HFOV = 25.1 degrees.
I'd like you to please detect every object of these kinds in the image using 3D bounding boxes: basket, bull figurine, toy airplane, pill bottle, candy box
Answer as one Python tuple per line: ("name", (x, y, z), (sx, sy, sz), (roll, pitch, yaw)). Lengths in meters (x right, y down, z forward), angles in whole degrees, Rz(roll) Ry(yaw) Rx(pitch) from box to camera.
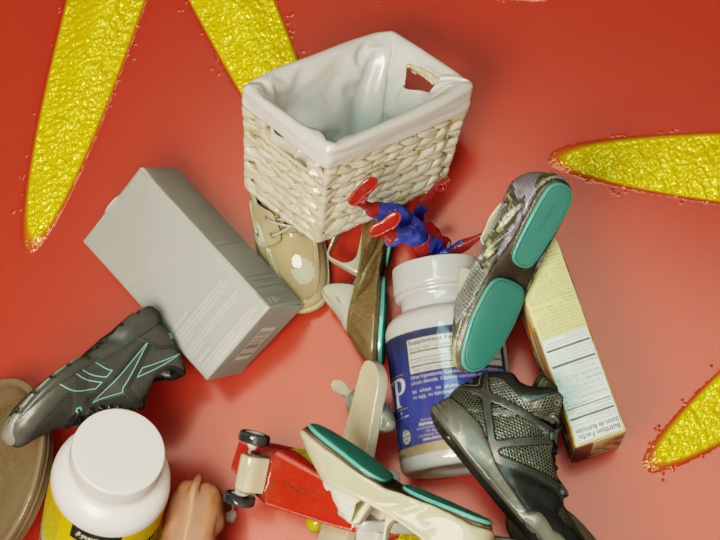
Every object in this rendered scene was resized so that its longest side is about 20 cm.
("basket", (-0.006, -0.131, 1.580), (0.199, 0.124, 0.135), (-27, 49, -35))
("bull figurine", (-0.169, 0.296, 1.544), (0.064, 0.122, 0.202), (15, 78, 9))
("toy airplane", (-0.016, 0.213, 1.540), (0.199, 0.141, 0.201), (-35, 68, 25))
("pill bottle", (0.086, 0.093, 1.571), (0.118, 0.120, 0.203), (-7, 76, 3))
("pill bottle", (-0.238, 0.214, 1.518), (0.111, 0.201, 0.114), (8, 55, -11))
("candy box", (0.196, 0.077, 1.567), (0.055, 0.116, 0.202), (-19, 76, 1))

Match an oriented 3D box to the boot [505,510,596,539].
("boot", (0.214, 0.286, 1.508), (0.068, 0.131, 0.200), (-39, 77, -5))

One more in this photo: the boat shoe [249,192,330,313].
("boat shoe", (-0.080, -0.056, 1.649), (0.071, 0.065, 0.202), (-13, 76, 2))

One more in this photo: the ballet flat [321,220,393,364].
("ballet flat", (0.000, 0.000, 1.627), (0.071, 0.068, 0.203), (6, 75, 4))

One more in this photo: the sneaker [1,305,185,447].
("sneaker", (-0.247, 0.113, 1.526), (0.199, 0.075, 0.080), (-38, 93, -32))

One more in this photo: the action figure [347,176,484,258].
("action figure", (0.069, -0.054, 1.563), (0.099, 0.200, 0.066), (-35, 70, 9))

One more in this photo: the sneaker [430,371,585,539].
("sneaker", (0.163, 0.172, 1.458), (0.114, 0.076, 0.200), (-36, 77, -7))

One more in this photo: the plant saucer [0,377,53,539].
("plant saucer", (-0.360, 0.204, 1.578), (0.199, 0.029, 0.202), (-26, 52, 38))

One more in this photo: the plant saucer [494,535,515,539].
("plant saucer", (0.081, 0.298, 1.503), (0.199, 0.202, 0.039), (-20, 47, 0))

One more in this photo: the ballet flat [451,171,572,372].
("ballet flat", (0.129, -0.003, 1.511), (0.071, 0.072, 0.202), (28, 91, 11))

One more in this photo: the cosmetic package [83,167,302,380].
("cosmetic package", (-0.169, 0.001, 1.620), (0.107, 0.090, 0.200), (-46, 74, 18))

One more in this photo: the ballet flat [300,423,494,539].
("ballet flat", (0.021, 0.205, 1.414), (0.198, 0.070, 0.070), (27, 80, 20))
